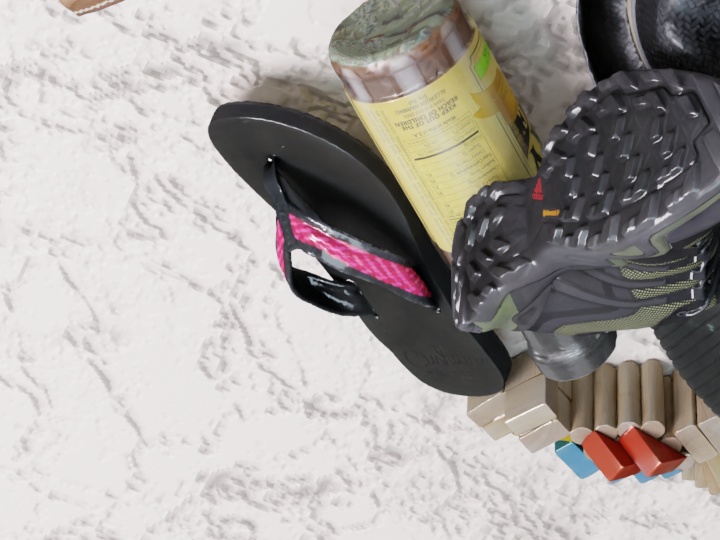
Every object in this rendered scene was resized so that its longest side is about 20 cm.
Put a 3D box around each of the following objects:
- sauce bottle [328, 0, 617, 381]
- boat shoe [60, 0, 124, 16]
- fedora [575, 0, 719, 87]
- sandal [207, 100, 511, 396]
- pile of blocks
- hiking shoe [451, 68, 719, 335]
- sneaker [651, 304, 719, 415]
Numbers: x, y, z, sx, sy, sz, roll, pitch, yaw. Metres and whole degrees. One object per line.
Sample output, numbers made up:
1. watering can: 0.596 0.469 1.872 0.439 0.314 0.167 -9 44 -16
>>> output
1. sauce bottle: 0.055 -0.035 1.188 0.065 0.065 0.200 -19 125 18
2. boat shoe: -0.038 -0.147 1.104 0.200 0.076 0.072 -22 125 22
3. fedora: 0.185 -0.102 1.073 0.201 0.092 0.201 2 105 6
4. sandal: 0.000 0.000 1.215 0.075 0.045 0.200 -5 135 45
5. pile of blocks: 0.149 0.086 1.272 0.200 0.062 0.082 2 127 4
6. hiking shoe: 0.120 -0.024 1.096 0.101 0.076 0.200 9 158 -27
7. sneaker: 0.198 0.033 1.214 0.200 0.088 0.074 56 156 1
